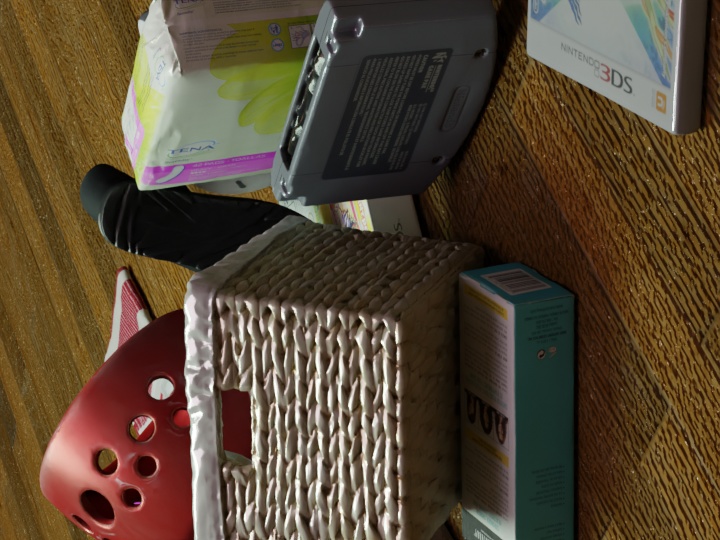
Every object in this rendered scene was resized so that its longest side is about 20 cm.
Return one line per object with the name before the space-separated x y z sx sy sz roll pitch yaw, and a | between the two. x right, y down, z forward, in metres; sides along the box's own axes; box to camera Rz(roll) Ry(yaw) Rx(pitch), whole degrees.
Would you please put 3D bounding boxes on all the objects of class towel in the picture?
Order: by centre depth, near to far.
towel | -0.228 0.112 2.370 0.144 0.023 0.200 103 149 -41

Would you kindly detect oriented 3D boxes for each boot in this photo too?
boot | -0.120 -0.035 1.774 0.168 0.199 0.077 -137 63 -76

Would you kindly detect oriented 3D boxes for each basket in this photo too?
basket | -0.014 0.083 1.565 0.200 0.160 0.199 -38 -50 -64

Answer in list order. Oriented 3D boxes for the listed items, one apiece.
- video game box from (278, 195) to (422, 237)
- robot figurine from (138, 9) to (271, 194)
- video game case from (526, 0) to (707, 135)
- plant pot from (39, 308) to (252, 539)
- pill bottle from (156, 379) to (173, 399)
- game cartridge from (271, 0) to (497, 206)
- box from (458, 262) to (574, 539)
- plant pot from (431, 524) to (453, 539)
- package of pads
video game box | 0.000 0.000 1.756 0.182 0.047 0.201 143 115 -68
robot figurine | -0.109 -0.163 1.839 0.125 0.150 0.201 -7 96 56
video game case | 0.152 -0.202 1.346 0.182 0.022 0.201 -141 46 -57
plant pot | -0.129 0.158 1.827 0.182 0.200 0.201 35 139 17
pill bottle | -0.116 0.153 1.997 0.120 0.119 0.201 118 138 -55
game cartridge | 0.020 -0.119 1.546 0.200 0.133 0.042 112 141 -52
box | 0.107 0.103 1.540 0.082 0.049 0.201 -146 50 -60
plant pot | -0.020 0.289 1.759 0.200 0.174 0.201 170 90 -66
package of pads | -0.088 -0.133 1.608 0.200 0.154 0.068 119 139 -62
